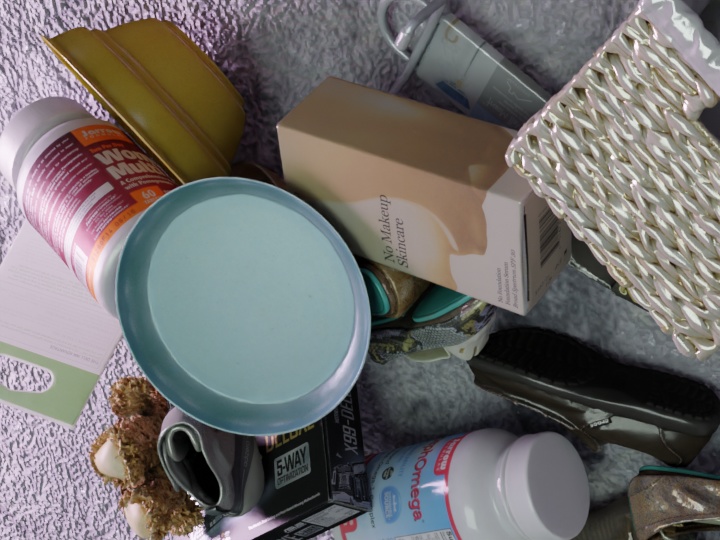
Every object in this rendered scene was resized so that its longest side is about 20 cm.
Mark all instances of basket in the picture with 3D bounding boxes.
[{"bbox_3d":[0.231,-0.088,0.887,0.198,0.200,0.161,47,132,1],"label":"basket"}]

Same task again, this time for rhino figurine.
[{"bbox_3d":[0.182,0.232,1.143,0.199,0.060,0.088,-18,85,34],"label":"rhino figurine"}]

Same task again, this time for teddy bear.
[{"bbox_3d":[-0.168,0.151,1.166,0.067,0.200,0.146,-28,83,4],"label":"teddy bear"}]

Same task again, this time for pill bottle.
[{"bbox_3d":[-0.210,-0.055,1.152,0.200,0.109,0.110,43,130,35],"label":"pill bottle"},{"bbox_3d":[0.079,0.187,1.137,0.199,0.109,0.109,-20,103,40],"label":"pill bottle"}]

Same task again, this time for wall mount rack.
[{"bbox_3d":[0.065,-0.102,1.043,0.200,0.075,0.174,40,146,8],"label":"wall mount rack"}]

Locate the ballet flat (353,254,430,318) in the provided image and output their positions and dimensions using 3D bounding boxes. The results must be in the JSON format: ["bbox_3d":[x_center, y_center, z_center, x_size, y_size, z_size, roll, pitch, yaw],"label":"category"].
[{"bbox_3d":[0.000,0.000,1.113,0.200,0.072,0.068,-5,113,64],"label":"ballet flat"}]

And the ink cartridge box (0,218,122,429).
[{"bbox_3d":[-0.248,0.033,1.207,0.145,0.201,0.048,16,158,21],"label":"ink cartridge box"}]

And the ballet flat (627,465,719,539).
[{"bbox_3d":[0.296,0.186,1.041,0.199,0.068,0.068,0,157,21],"label":"ballet flat"}]

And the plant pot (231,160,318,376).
[{"bbox_3d":[-0.073,0.011,1.143,0.200,0.027,0.201,29,124,56],"label":"plant pot"}]

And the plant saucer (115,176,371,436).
[{"bbox_3d":[-0.085,0.025,1.049,0.199,0.027,0.201,5,110,14],"label":"plant saucer"}]

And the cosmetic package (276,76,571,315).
[{"bbox_3d":[0.044,-0.055,0.993,0.199,0.071,0.106,19,137,30],"label":"cosmetic package"}]

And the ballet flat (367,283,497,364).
[{"bbox_3d":[0.061,0.038,1.092,0.200,0.072,0.072,-16,106,57],"label":"ballet flat"}]

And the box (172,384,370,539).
[{"bbox_3d":[-0.082,0.159,1.204,0.200,0.050,0.159,-31,52,36],"label":"box"}]

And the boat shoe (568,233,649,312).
[{"bbox_3d":[0.222,-0.001,1.011,0.200,0.061,0.072,20,121,19],"label":"boat shoe"}]

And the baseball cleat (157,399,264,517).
[{"bbox_3d":[-0.130,0.099,1.140,0.069,0.106,0.201,-28,71,14],"label":"baseball cleat"}]

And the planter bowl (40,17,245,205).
[{"bbox_3d":[-0.149,-0.135,1.109,0.083,0.200,0.200,-44,88,-3],"label":"planter bowl"}]

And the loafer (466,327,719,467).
[{"bbox_3d":[0.171,0.104,1.081,0.199,0.073,0.072,18,121,21],"label":"loafer"}]
